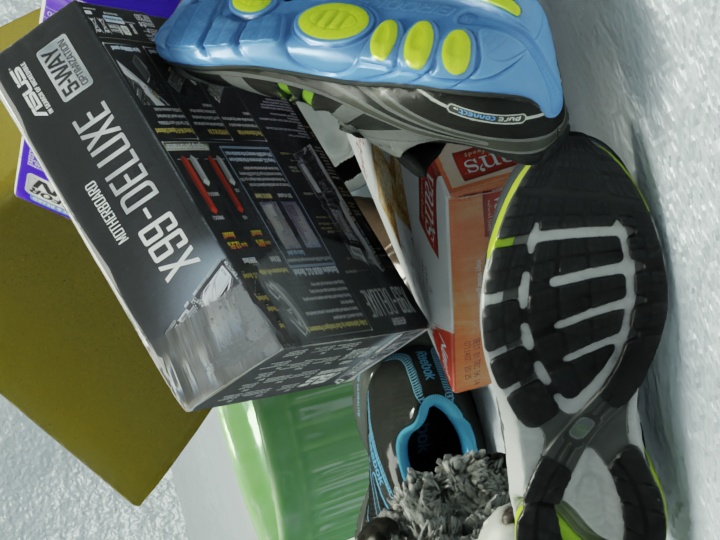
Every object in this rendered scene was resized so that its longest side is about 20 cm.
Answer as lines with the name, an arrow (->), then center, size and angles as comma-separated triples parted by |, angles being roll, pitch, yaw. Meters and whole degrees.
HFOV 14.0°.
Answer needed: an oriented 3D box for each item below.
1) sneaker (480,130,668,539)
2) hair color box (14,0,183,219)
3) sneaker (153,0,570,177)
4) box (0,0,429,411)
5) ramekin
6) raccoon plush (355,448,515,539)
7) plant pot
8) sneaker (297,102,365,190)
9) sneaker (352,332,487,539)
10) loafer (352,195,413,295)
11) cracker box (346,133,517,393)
sneaker -> 0.077, 0.030, 1.139 | 0.081, 0.073, 0.201 | -104, 9, -56
hair color box -> -0.108, -0.111, 1.372 | 0.200, 0.065, 0.110 | 115, 179, -63
sneaker -> -0.003, -0.074, 1.106 | 0.199, 0.071, 0.083 | 14, 143, 43
box -> -0.056, -0.027, 1.193 | 0.158, 0.050, 0.200 | 59, -164, 8
ramekin -> -0.028, 0.065, 1.705 | 0.200, 0.097, 0.201 | 166, 90, -81
raccoon plush -> 0.080, 0.174, 1.354 | 0.134, 0.096, 0.200 | 50, 171, 48
plant pot -> -0.144, -0.032, 1.582 | 0.200, 0.176, 0.200 | 44, -174, -32
sneaker -> -0.031, -0.103, 1.544 | 0.201, 0.080, 0.147 | 60, 180, 25
sneaker -> 0.034, 0.133, 1.520 | 0.082, 0.073, 0.201 | -124, 21, -65
loafer -> 0.000, 0.000, 1.417 | 0.071, 0.073, 0.200 | 65, 155, 2
cracker box -> 0.033, -0.066, 1.280 | 0.134, 0.057, 0.201 | 86, 165, -50
